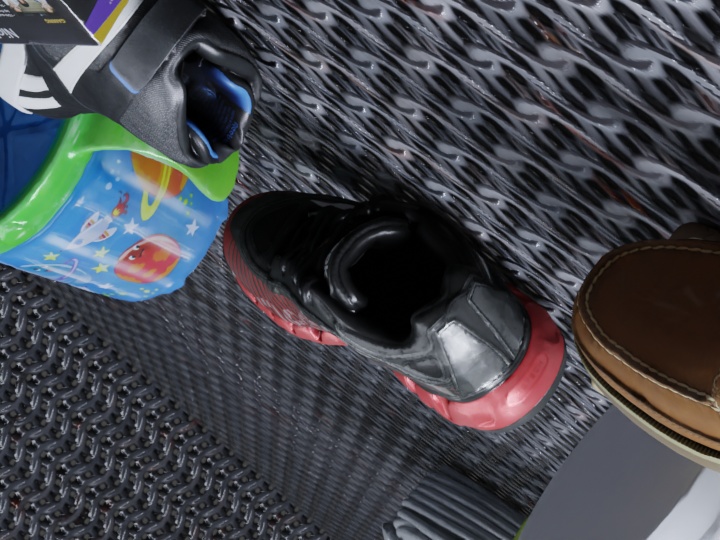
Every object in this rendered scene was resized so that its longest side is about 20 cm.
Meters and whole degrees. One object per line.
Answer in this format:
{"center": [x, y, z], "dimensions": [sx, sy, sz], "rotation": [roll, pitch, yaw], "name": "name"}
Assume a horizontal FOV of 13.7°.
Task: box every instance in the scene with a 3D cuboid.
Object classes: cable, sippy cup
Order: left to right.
{"center": [-0.142, -0.050, 1.521], "dimensions": [0.130, 0.140, 0.178], "rotation": [30, -168, -41], "name": "sippy cup"}
{"center": [0.114, 0.221, 2.154], "dimensions": [0.200, 0.069, 0.200], "rotation": [37, 172, -1], "name": "cable"}

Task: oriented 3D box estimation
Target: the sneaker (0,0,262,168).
{"center": [-0.097, -0.079, 1.289], "dimensions": [0.112, 0.073, 0.200], "rotation": [39, 172, 5], "name": "sneaker"}

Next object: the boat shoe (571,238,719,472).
{"center": [0.138, 0.026, 0.848], "dimensions": [0.200, 0.072, 0.068], "rotation": [21, 160, 36], "name": "boat shoe"}

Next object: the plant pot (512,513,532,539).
{"center": [0.148, 0.275, 1.846], "dimensions": [0.181, 0.200, 0.199], "rotation": [31, 173, -3], "name": "plant pot"}

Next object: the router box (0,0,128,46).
{"center": [-0.196, -0.155, 1.139], "dimensions": [0.200, 0.052, 0.157], "rotation": [6, 147, 43], "name": "router box"}

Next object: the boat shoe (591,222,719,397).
{"center": [0.155, 0.061, 0.919], "dimensions": [0.200, 0.076, 0.072], "rotation": [31, 170, 41], "name": "boat shoe"}

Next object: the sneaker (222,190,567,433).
{"center": [0.000, 0.000, 1.322], "dimensions": [0.200, 0.071, 0.098], "rotation": [29, 169, 43], "name": "sneaker"}

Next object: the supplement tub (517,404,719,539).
{"center": [0.164, 0.131, 1.039], "dimensions": [0.200, 0.146, 0.145], "rotation": [40, 173, -12], "name": "supplement tub"}
